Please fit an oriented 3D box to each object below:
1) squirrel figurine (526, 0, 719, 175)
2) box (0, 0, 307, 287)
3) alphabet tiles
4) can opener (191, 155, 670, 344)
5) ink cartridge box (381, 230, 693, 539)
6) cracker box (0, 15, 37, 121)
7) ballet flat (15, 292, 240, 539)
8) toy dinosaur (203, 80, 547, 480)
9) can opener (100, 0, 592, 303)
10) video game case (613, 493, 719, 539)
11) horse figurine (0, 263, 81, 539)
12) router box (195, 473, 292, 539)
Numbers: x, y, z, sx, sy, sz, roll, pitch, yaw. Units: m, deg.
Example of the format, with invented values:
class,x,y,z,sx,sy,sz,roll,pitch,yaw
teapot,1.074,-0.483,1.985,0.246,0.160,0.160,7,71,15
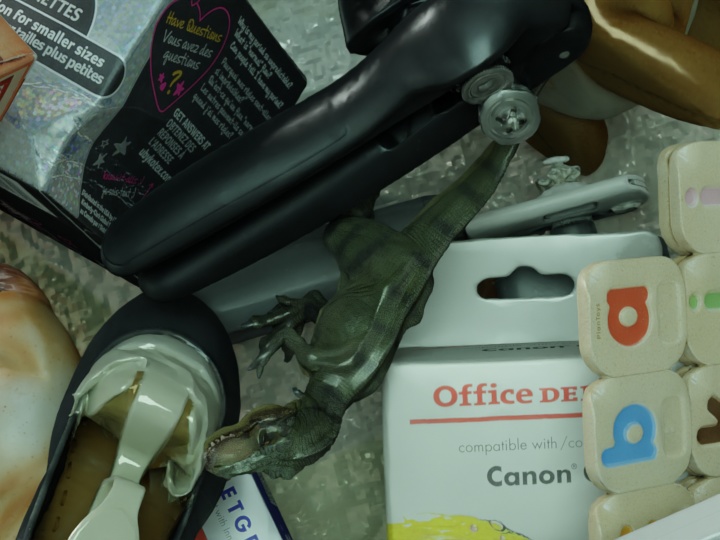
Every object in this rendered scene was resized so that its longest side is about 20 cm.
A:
class,x,y,z,sx,sy,sz,roll,pitch,yaw
squirrel figurine,0.094,-0.165,0.813,0.200,0.142,0.187,35,75,-5
box,-0.144,-0.097,0.810,0.200,0.132,0.115,27,80,24
alphabet tiles,0.151,0.052,0.762,0.195,0.015,0.201,-5,94,-39
can opener,0.026,0.000,0.834,0.199,0.053,0.067,-11,77,3
ink cartridge box,0.067,0.088,0.783,0.116,0.067,0.201,-3,92,3
cracker box,-0.210,-0.053,0.733,0.134,0.200,0.058,48,43,9
ballet flat,-0.083,0.078,0.733,0.073,0.073,0.200,16,55,8
toy dinosaur,0.000,0.000,0.765,0.047,0.088,0.200,46,70,-31
can opener,-0.005,-0.049,0.739,0.200,0.063,0.079,-37,48,16
video game case,0.104,0.169,0.725,0.199,0.023,0.182,-24,122,3
horse figurine,-0.148,0.068,0.801,0.132,0.050,0.201,-16,58,8
router box,-0.084,0.195,0.806,0.179,0.049,0.201,-26,77,-1
